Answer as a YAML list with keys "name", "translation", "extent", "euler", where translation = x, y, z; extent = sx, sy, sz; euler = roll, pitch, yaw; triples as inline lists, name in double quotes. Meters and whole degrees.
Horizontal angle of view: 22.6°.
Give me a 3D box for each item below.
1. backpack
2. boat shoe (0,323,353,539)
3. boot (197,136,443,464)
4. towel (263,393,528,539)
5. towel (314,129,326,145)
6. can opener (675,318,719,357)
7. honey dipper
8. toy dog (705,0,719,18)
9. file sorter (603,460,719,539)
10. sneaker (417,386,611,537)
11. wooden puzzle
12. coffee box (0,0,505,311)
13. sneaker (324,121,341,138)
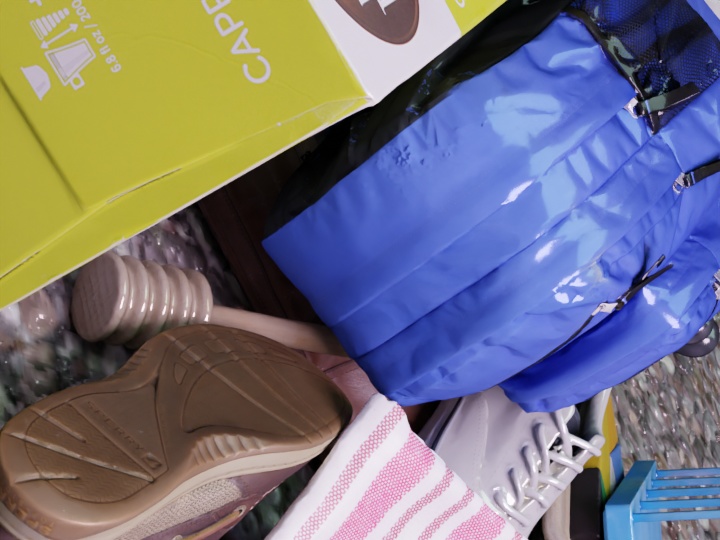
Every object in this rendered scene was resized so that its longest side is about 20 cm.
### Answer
- name: "backpack"
  translation: [0.075, -0.028, 0.759]
  extent: [0.168, 0.163, 0.200]
  euler: [52, 45, 4]
- name: "boat shoe"
  translation: [-0.076, 0.076, 0.672]
  extent: [0.072, 0.072, 0.200]
  euler: [40, 26, 14]
- name: "boot"
  translation: [0.000, 0.000, 0.884]
  extent: [0.200, 0.064, 0.186]
  euler: [62, 26, 0]
- name: "towel"
  translation: [0.026, 0.162, 0.730]
  extent: [0.200, 0.030, 0.146]
  euler: [47, 67, -32]
- name: "towel"
  translation: [-0.035, -0.137, 0.966]
  extent: [0.133, 0.034, 0.200]
  euler: [-23, 88, -63]
- name: "can opener"
  translation: [0.093, -0.015, 0.906]
  extent: [0.200, 0.079, 0.063]
  euler: [35, 6, 29]
- name: "honey dipper"
  translation: [-0.029, 0.027, 0.770]
  extent: [0.200, 0.038, 0.038]
  euler: [13, 54, -38]
- name: "toy dog"
  translation: [0.104, -0.117, 1.033]
  extent: [0.096, 0.200, 0.132]
  euler: [141, -48, -81]
- name: "file sorter"
  translation: [0.199, 0.176, 0.933]
  extent: [0.200, 0.123, 0.139]
  euler: [-1, 88, -78]
- name: "sneaker"
  translation: [0.069, 0.082, 0.814]
  extent: [0.073, 0.071, 0.200]
  euler: [45, 47, -28]
- name: "wooden puzzle"
  translation: [0.121, 0.125, 0.948]
  extent: [0.200, 0.037, 0.185]
  euler: [-89, 167, -45]
- name: "coffee box"
  translation: [-0.090, -0.127, 0.667]
  extent: [0.200, 0.200, 0.198]
  euler: [60, 27, -8]
- name: "sneaker"
  translation: [0.021, -0.133, 0.945]
  extent: [0.078, 0.090, 0.200]
  euler: [47, 52, -41]
